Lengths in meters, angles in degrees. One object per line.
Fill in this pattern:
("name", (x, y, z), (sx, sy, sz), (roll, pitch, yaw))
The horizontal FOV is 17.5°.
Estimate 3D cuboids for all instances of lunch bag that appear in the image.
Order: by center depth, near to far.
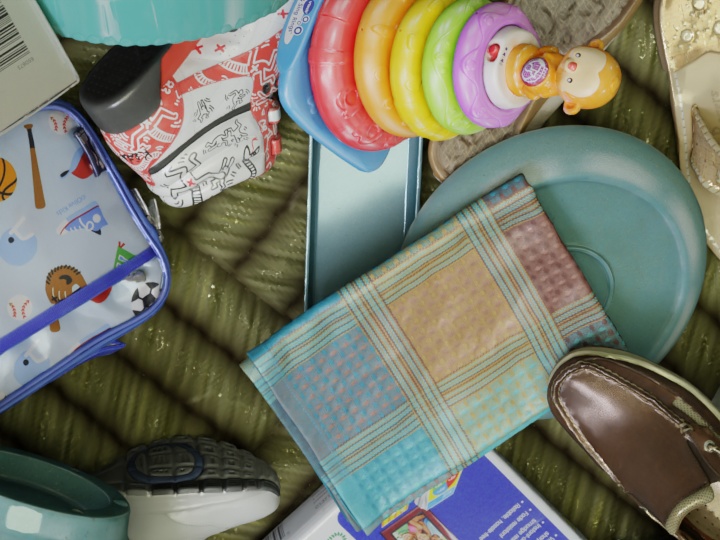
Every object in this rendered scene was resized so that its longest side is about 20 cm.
("lunch bag", (-0.212, 0.000, 1.359), (0.200, 0.076, 0.161), (-32, 102, -17))

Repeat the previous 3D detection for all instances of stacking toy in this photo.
("stacking toy", (0.060, -0.114, 1.303), (0.110, 0.200, 0.116), (38, 70, -46))

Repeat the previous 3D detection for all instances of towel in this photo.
("towel", (0.046, 0.052, 1.373), (0.200, 0.022, 0.147), (-33, 117, 1))

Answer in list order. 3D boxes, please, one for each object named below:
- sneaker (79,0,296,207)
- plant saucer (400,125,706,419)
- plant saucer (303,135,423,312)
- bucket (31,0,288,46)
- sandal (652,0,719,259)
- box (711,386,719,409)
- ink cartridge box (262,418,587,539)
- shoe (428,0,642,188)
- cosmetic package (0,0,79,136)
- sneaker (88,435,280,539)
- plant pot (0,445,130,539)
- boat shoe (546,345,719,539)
("sneaker", (-0.066, -0.128, 1.376), (0.201, 0.067, 0.108), (-45, 129, -12))
("plant saucer", (0.119, 0.009, 1.406), (0.199, 0.027, 0.201), (-7, 120, -12))
("plant saucer", (0.000, 0.000, 1.429), (0.070, 0.019, 0.201), (1, 102, -5))
("bucket", (-0.118, -0.224, 1.270), (0.206, 0.207, 0.135), (-3, 126, -4))
("sandal", (0.229, -0.078, 1.404), (0.077, 0.070, 0.212), (-20, 104, 0))
("box", (0.311, 0.051, 1.408), (0.124, 0.098, 0.200), (22, 111, -9))
("ink cartridge box", (0.041, 0.206, 1.463), (0.198, 0.047, 0.200), (-43, 112, 4))
("shoe", (0.106, -0.135, 1.394), (0.070, 0.053, 0.200), (38, 94, -1))
("cosmetic package", (-0.255, -0.112, 1.290), (0.073, 0.200, 0.104), (-39, 108, -36))
("sneaker", (-0.143, 0.160, 1.433), (0.199, 0.075, 0.087), (-13, 111, 7))
("plant pot", (-0.204, 0.176, 1.310), (0.200, 0.200, 0.135), (17, 96, -8))
("boat shoe", (0.192, 0.120, 1.351), (0.202, 0.075, 0.075), (36, 111, 2))
